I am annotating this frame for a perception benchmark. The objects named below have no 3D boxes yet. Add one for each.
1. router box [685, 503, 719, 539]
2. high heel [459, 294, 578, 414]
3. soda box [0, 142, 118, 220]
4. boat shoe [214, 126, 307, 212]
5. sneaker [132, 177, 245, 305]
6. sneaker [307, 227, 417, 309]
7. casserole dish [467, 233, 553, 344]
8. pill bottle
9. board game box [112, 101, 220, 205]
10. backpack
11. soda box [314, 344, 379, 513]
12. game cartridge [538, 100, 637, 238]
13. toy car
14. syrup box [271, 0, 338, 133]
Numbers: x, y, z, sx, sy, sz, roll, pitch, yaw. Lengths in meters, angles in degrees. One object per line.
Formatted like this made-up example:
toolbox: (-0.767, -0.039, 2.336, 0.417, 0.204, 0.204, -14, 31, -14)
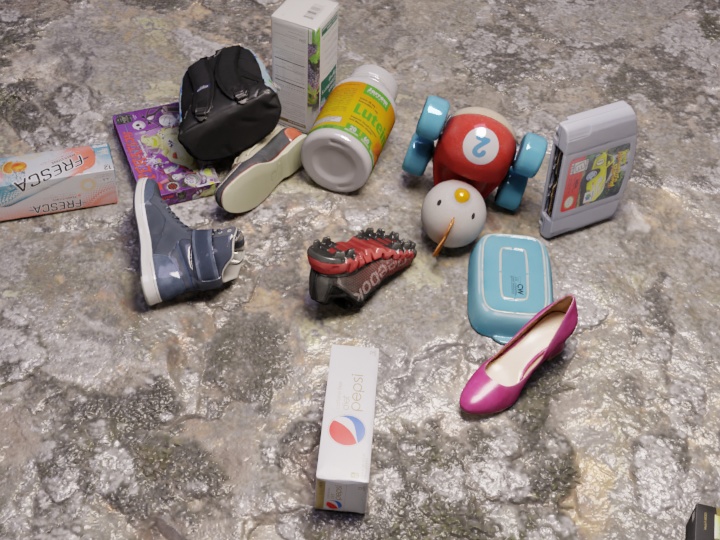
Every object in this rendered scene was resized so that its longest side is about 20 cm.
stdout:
router box: (0.437, 0.369, 1.256, 0.155, 0.053, 0.201, 11, 47, 7)
high heel: (0.204, 0.106, 1.455, 0.199, 0.097, 0.067, -27, 54, -27)
soda box: (-0.453, -0.126, 1.643, 0.198, 0.069, 0.064, -11, 48, -15)
boat shoe: (-0.153, -0.153, 1.690, 0.062, 0.072, 0.200, 27, 48, 24)
sneaker: (-0.235, -0.054, 1.576, 0.145, 0.077, 0.204, -13, 58, -1)
sneaker: (0.000, 0.000, 1.560, 0.070, 0.099, 0.199, 27, 26, 36)
casserole dish: (0.210, 0.016, 1.581, 0.120, 0.039, 0.201, 5, 48, 1)
pill bottle: (-0.009, -0.223, 1.737, 0.110, 0.112, 0.201, 15, 48, 10)
board game box: (-0.296, -0.178, 1.734, 0.119, 0.032, 0.201, -17, 51, -14)
backpack: (-0.200, -0.258, 1.725, 0.162, 0.154, 0.201, -26, 50, 3)
soda box: (-0.015, 0.189, 1.381, 0.063, 0.069, 0.201, 5, 47, 0)
game cartridge: (0.326, -0.142, 1.624, 0.132, 0.201, 0.041, -21, 48, -22)
toy car: (0.143, -0.110, 1.618, 0.183, 0.177, 0.201, 20, 60, -1)
syrup box: (-0.086, -0.317, 1.758, 0.081, 0.201, 0.079, 21, 49, 17)
